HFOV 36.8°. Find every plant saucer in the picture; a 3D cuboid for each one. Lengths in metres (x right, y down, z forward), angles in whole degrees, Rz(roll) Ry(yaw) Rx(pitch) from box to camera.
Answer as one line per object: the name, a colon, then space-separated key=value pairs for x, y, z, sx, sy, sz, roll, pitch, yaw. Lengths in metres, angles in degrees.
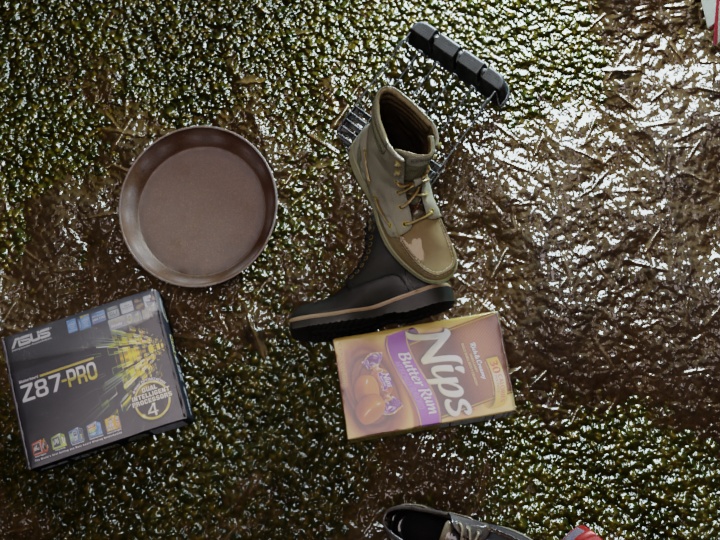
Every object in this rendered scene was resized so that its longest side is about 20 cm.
plant saucer: x=-0.197 y=-0.076 z=1.327 sx=0.196 sy=0.035 sz=0.205 roll=-1 pitch=77 yaw=3

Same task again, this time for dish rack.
dish rack: x=0.073 y=-0.195 z=1.327 sx=0.152 sy=0.055 sz=0.201 roll=36 pitch=84 yaw=12

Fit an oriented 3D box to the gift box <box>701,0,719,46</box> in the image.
gift box: x=0.486 y=-0.384 z=1.279 sx=0.183 sy=0.200 sz=0.188 roll=-6 pitch=72 yaw=-13

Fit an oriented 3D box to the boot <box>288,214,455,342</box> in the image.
boot: x=0.000 y=0.000 z=1.283 sx=0.196 sy=0.078 sz=0.141 roll=-11 pitch=72 yaw=-12

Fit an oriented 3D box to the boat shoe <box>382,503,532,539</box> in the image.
boat shoe: x=0.106 y=0.301 z=1.166 sx=0.197 sy=0.073 sz=0.076 roll=7 pitch=76 yaw=33

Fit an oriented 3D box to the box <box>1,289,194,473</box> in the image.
box: x=-0.311 y=0.131 z=1.281 sx=0.196 sy=0.049 sz=0.164 roll=-17 pitch=74 yaw=0

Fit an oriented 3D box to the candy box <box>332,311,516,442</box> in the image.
candy box: x=0.073 y=0.124 z=1.253 sx=0.196 sy=0.057 sz=0.119 roll=-10 pitch=76 yaw=0

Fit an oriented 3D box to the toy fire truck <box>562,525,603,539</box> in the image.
toy fire truck: x=0.298 y=0.352 z=1.142 sx=0.200 sy=0.141 sz=0.049 roll=43 pitch=83 yaw=11

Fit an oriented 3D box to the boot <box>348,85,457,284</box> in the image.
boot: x=0.058 y=-0.091 z=1.203 sx=0.071 sy=0.155 sz=0.202 roll=-26 pitch=79 yaw=-17
